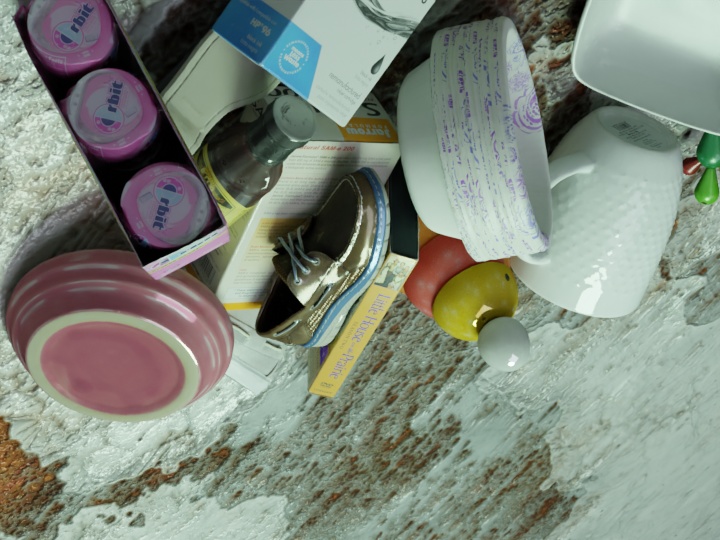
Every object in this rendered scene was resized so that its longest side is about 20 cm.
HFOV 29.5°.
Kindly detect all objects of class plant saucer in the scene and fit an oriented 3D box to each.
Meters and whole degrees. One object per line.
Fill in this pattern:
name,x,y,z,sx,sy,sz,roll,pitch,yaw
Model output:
plant saucer,-0.210,0.067,1.188,0.199,0.051,0.201,2,137,2

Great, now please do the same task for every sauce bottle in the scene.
sauce bottle,-0.106,-0.078,1.100,0.066,0.066,0.200,-1,156,-37

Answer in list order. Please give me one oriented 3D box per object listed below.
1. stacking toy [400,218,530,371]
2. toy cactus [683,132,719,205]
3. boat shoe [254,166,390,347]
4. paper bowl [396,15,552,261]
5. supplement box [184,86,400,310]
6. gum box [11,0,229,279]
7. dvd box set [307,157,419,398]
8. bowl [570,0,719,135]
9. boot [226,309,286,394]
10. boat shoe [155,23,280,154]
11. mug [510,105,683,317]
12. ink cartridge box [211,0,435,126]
stacking toy,0.106,0.019,1.319,0.145,0.201,0.147,-20,145,-15
toy cactus,0.396,-0.169,1.434,0.164,0.103,0.200,25,120,-30
boat shoe,-0.036,-0.003,1.164,0.072,0.072,0.201,-4,136,-31
paper bowl,0.096,-0.108,1.169,0.104,0.202,0.201,-9,149,17
supplement box,-0.063,-0.061,1.202,0.125,0.074,0.201,-2,135,-37
gum box,-0.165,-0.099,0.956,0.066,0.201,0.114,-28,178,-5
dvd box set,0.000,0.000,1.250,0.029,0.147,0.200,15,133,-16
bowl,0.301,-0.230,1.214,0.198,0.075,0.201,20,141,1
boot,-0.140,0.033,1.277,0.200,0.073,0.096,38,80,-44
boat shoe,-0.126,-0.147,1.063,0.200,0.063,0.073,-47,129,-11
mug,0.225,-0.063,1.355,0.199,0.148,0.176,-10,131,-38
ink cartridge box,-0.003,-0.223,1.016,0.201,0.068,0.116,-54,143,5
